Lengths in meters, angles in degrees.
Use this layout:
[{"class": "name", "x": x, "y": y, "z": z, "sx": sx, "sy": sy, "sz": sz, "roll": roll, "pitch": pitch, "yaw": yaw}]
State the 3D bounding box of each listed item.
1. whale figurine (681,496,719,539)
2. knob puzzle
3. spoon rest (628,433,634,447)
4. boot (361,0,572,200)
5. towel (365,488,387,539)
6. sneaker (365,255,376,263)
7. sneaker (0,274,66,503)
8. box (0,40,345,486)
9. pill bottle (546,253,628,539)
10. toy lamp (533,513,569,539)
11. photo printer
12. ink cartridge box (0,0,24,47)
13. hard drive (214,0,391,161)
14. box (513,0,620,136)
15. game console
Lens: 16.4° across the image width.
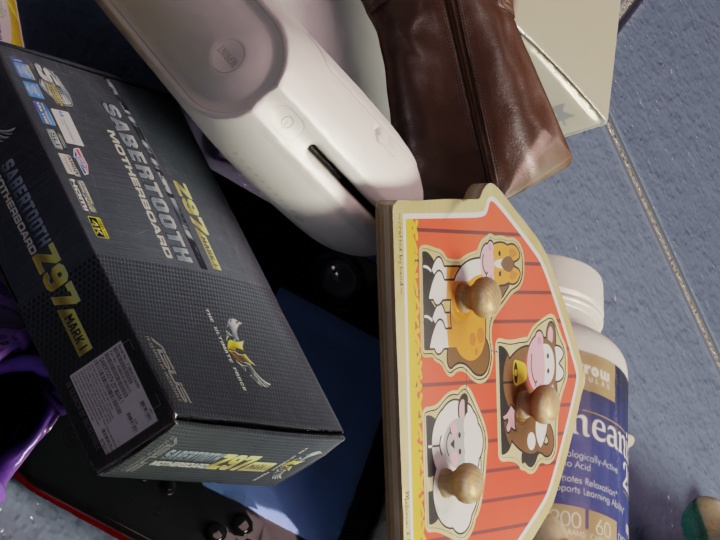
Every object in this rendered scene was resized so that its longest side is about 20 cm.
[{"class": "whale figurine", "x": 0.238, "y": 0.225, "z": 1.651, "sx": 0.200, "sy": 0.104, "sz": 0.159, "roll": -83, "pitch": 149, "yaw": -73}, {"class": "knob puzzle", "x": 0.072, "y": 0.055, "z": 1.245, "sx": 0.220, "sy": 0.030, "sz": 0.220, "roll": 8, "pitch": 80, "yaw": -59}, {"class": "spoon rest", "x": 0.130, "y": 0.198, "z": 1.524, "sx": 0.099, "sy": 0.061, "sz": 0.201, "roll": 12, "pitch": 80, "yaw": -53}, {"class": "boot", "x": 0.092, "y": -0.132, "z": 1.370, "sx": 0.064, "sy": 0.186, "sz": 0.200, "roll": 51, "pitch": 23, "yaw": -66}, {"class": "towel", "x": 0.011, "y": 0.116, "z": 1.277, "sx": 0.024, "sy": 0.147, "sz": 0.200, "roll": 29, "pitch": 54, "yaw": -12}, {"class": "sneaker", "x": 0.000, "y": 0.000, "z": 1.392, "sx": 0.200, "sy": 0.078, "sz": 0.070, "roll": -9, "pitch": 79, "yaw": -79}, {"class": "sneaker", "x": -0.154, "y": 0.043, "z": 1.113, "sx": 0.081, "sy": 0.083, "sz": 0.200, "roll": 53, "pitch": 35, "yaw": -32}, {"class": "box", "x": -0.100, "y": 0.000, "z": 1.128, "sx": 0.158, "sy": 0.051, "sz": 0.200, "roll": 15, "pitch": 45, "yaw": -63}, {"class": "pill bottle", "x": 0.101, "y": 0.097, "z": 1.458, "sx": 0.111, "sy": 0.111, "sz": 0.200, "roll": 34, "pitch": 50, "yaw": -46}, {"class": "toy lamp", "x": 0.073, "y": 0.108, "z": 1.364, "sx": 0.058, "sy": 0.058, "sz": 0.200, "roll": 20, "pitch": 29, "yaw": -52}, {"class": "photo printer", "x": -0.055, "y": -0.098, "z": 1.228, "sx": 0.200, "sy": 0.069, "sz": 0.166, "roll": 50, "pitch": 3, "yaw": 36}, {"class": "ink cartridge box", "x": -0.241, "y": -0.187, "z": 1.115, "sx": 0.200, "sy": 0.047, "sz": 0.198, "roll": 2, "pitch": 76, "yaw": -59}, {"class": "hard drive", "x": -0.028, "y": -0.152, "z": 1.408, "sx": 0.132, "sy": 0.025, "sz": 0.201, "roll": 7, "pitch": 70, "yaw": -34}, {"class": "box", "x": 0.080, "y": -0.179, "z": 1.525, "sx": 0.109, "sy": 0.128, "sz": 0.200, "roll": 43, "pitch": 44, "yaw": -38}, {"class": "game console", "x": -0.060, "y": 0.057, "z": 1.219, "sx": 0.177, "sy": 0.031, "sz": 0.200, "roll": 32, "pitch": 56, "yaw": -17}]
